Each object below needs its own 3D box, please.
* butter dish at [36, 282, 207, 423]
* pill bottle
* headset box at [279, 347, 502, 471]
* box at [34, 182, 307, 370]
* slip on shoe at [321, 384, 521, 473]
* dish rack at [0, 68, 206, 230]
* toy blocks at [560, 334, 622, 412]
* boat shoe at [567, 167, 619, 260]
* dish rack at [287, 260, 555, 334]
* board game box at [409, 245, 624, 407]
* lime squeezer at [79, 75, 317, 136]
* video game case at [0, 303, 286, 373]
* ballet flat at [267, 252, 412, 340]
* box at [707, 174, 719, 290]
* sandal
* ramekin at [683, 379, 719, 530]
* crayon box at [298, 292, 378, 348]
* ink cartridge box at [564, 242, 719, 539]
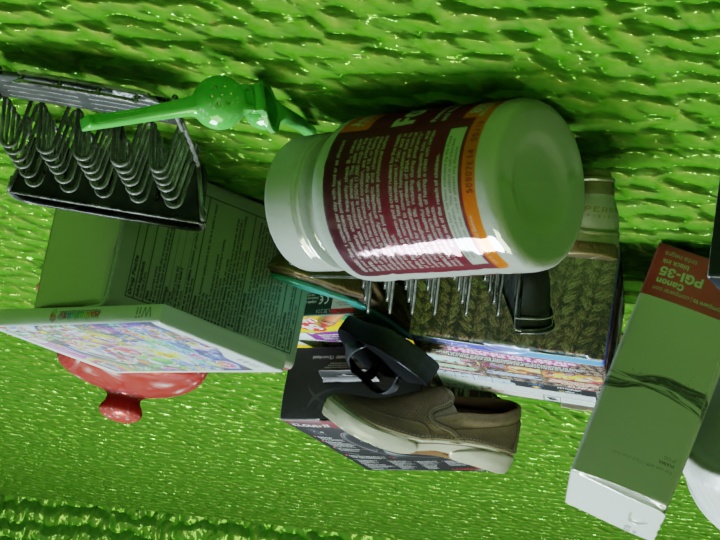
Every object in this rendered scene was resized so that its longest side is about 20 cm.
[{"bbox_3d":[-0.223,0.077,2.076,0.199,0.148,0.199,15,165,-16],"label":"butter dish"},{"bbox_3d":[0.040,-0.052,1.418,0.200,0.115,0.114,-3,161,39],"label":"pill bottle"},{"bbox_3d":[0.029,0.129,1.984,0.148,0.075,0.200,-2,159,29],"label":"headset box"},{"bbox_3d":[-0.150,-0.001,1.741,0.200,0.128,0.109,22,162,-37],"label":"box"},{"bbox_3d":[0.058,0.127,1.835,0.200,0.061,0.076,17,-169,-29],"label":"slip on shoe"},{"bbox_3d":[-0.192,-0.090,1.530,0.153,0.055,0.200,8,166,4],"label":"dish rack"},{"bbox_3d":[0.277,0.118,2.027,0.199,0.100,0.137,8,178,12],"label":"toy blocks"},{"bbox_3d":[0.130,-0.047,1.500,0.073,0.063,0.201,5,-175,-15],"label":"boat shoe"},{"bbox_3d":[0.041,-0.006,1.577,0.199,0.055,0.153,3,-162,-4],"label":"dish rack"},{"bbox_3d":[0.136,0.041,1.766,0.159,0.097,0.200,8,166,10],"label":"board game box"},{"bbox_3d":[-0.086,-0.103,1.424,0.200,0.038,0.071,-2,149,-42],"label":"lime squeezer"},{"bbox_3d":[-0.178,0.056,1.686,0.200,0.018,0.143,-3,160,41],"label":"video game case"},{"bbox_3d":[0.000,0.000,1.753,0.068,0.073,0.200,19,176,44],"label":"ballet flat"},{"bbox_3d":[0.346,-0.011,1.385,0.182,0.104,0.200,2,164,27],"label":"box"},{"bbox_3d":[0.013,0.075,1.763,0.076,0.043,0.200,35,174,-4],"label":"sandal"},{"bbox_3d":[0.348,0.122,1.758,0.202,0.203,0.094,0,150,37],"label":"ramekin"},{"bbox_3d":[0.000,0.042,1.951,0.200,0.058,0.172,-4,160,44],"label":"crayon box"},{"bbox_3d":[0.236,0.099,1.675,0.083,0.200,0.147,21,166,9],"label":"ink cartridge box"}]
